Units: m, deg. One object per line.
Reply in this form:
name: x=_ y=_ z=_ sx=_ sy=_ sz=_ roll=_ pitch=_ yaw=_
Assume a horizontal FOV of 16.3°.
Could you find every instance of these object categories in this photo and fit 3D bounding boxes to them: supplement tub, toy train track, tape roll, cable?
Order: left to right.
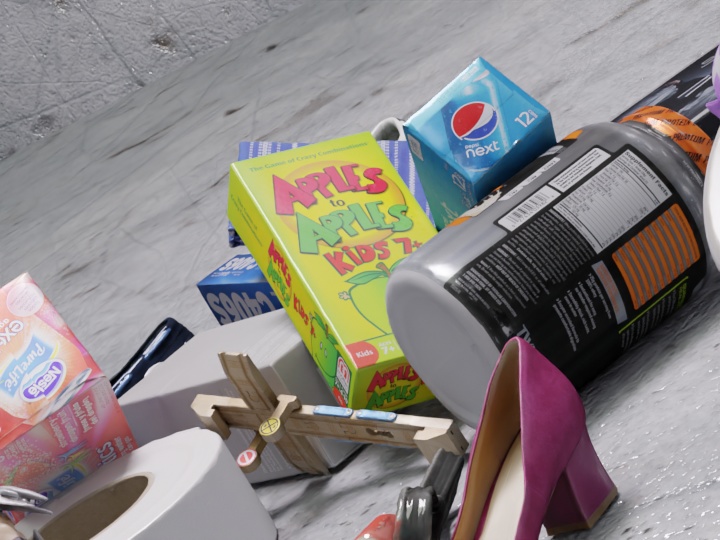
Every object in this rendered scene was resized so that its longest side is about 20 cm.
tape roll: x=-0.152 y=0.180 z=1.525 sx=0.202 sy=0.071 sz=0.202 roll=-30 pitch=12 yaw=7
toy train track: x=-0.026 y=0.101 z=1.512 sx=0.199 sy=0.115 sz=0.033 roll=3 pitch=49 yaw=38
cable: x=0.020 y=0.127 z=1.291 sx=0.050 sy=0.097 sz=0.200 roll=13 pitch=25 yaw=4
supplement tub: x=0.122 y=-0.004 z=1.467 sx=0.200 sy=0.123 sz=0.122 roll=-36 pitch=13 yaw=-24

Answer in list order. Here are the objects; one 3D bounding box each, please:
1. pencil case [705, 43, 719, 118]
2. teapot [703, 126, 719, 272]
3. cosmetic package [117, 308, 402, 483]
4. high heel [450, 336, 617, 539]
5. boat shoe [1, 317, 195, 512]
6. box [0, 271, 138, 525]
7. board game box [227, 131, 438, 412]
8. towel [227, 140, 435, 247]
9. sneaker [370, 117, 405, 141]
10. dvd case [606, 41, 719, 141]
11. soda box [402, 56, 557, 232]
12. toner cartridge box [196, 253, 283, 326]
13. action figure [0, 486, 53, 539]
pencil case: x=0.301 y=-0.129 z=1.646 sx=0.086 sy=0.084 sz=0.200 roll=-56 pitch=14 yaw=-5
teapot: x=0.275 y=-0.039 z=1.211 sx=0.198 sy=0.146 sz=0.200 roll=-54 pitch=28 yaw=17
cosmetic package: x=-0.065 y=0.083 z=1.668 sx=0.107 sy=0.090 sz=0.200 roll=-39 pitch=12 yaw=-35
high heel: x=0.055 y=0.117 z=1.207 sx=0.067 sy=0.096 sz=0.200 roll=-18 pitch=18 yaw=47
boat shoe: x=-0.200 y=0.107 z=1.826 sx=0.200 sy=0.069 sz=0.084 roll=-38 pitch=13 yaw=-23
box: x=-0.209 y=0.106 z=1.648 sx=0.095 sy=0.103 sz=0.200 roll=-35 pitch=-27 yaw=-12
board game box: x=0.000 y=0.000 z=1.589 sx=0.101 sy=0.048 sz=0.200 roll=-14 pitch=47 yaw=-20
towel: x=0.009 y=-0.060 z=1.760 sx=0.199 sy=0.024 sz=0.145 roll=-1 pitch=30 yaw=2
sneaker: x=-0.002 y=-0.052 z=1.842 sx=0.073 sy=0.071 sz=0.200 roll=-26 pitch=13 yaw=25
dvd case: x=0.263 y=-0.132 z=1.870 sx=0.200 sy=0.025 sz=0.150 roll=-36 pitch=13 yaw=-18
soda box: x=0.086 y=-0.044 z=1.567 sx=0.068 sy=0.064 sz=0.200 roll=-43 pitch=-26 yaw=-11
toner cartridge box: x=-0.043 y=0.036 z=1.773 sx=0.043 sy=0.095 sz=0.200 roll=-37 pitch=13 yaw=-20
action figure: x=-0.230 y=0.195 z=1.411 sx=0.130 sy=0.069 sz=0.201 roll=-8 pitch=66 yaw=32
